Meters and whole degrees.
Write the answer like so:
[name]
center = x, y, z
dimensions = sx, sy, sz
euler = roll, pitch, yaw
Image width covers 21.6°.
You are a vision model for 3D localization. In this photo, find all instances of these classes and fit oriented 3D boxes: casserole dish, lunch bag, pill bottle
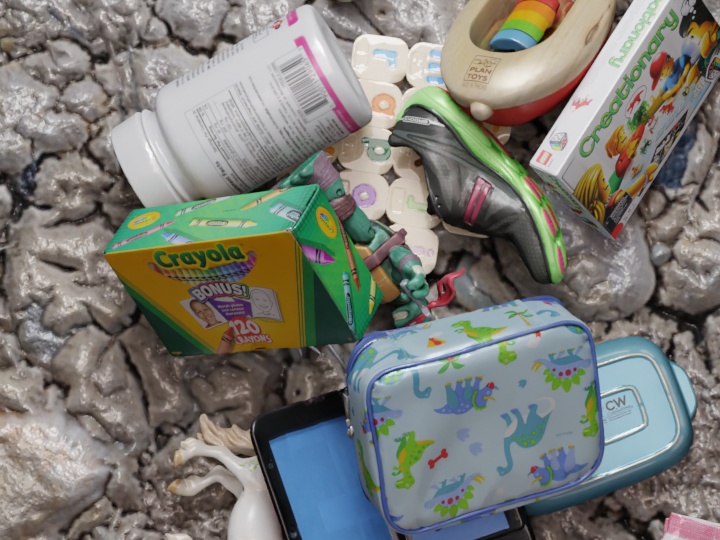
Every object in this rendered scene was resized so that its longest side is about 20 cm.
[casserole dish]
center = 0.191, 0.131, 1.592
dimensions = 0.199, 0.039, 0.122
euler = -20, 85, -2
[lunch bag]
center = 0.090, 0.116, 1.494
dimensions = 0.199, 0.082, 0.162
euler = -15, 112, -13
[pill bottle]
center = -0.100, -0.126, 1.575
dimensions = 0.199, 0.113, 0.114
euler = -28, 84, 8

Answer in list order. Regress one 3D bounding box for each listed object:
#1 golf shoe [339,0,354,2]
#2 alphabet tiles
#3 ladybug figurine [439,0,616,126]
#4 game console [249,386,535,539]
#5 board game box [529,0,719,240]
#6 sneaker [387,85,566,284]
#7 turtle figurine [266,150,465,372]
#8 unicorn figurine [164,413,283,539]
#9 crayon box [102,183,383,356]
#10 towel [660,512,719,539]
[golf shoe]
center = -0.027, -0.335, 1.636
dimensions = 0.097, 0.078, 0.201
euler = -29, 90, -20
[alphabet tiles]
center = 0.029, -0.100, 1.629
dimensions = 0.194, 0.015, 0.201
euler = 8, 84, 2
[ladybug figurine]
center = 0.143, -0.188, 1.582
dimensions = 0.135, 0.072, 0.200
euler = 14, 52, 34
[game console]
center = 0.031, 0.184, 1.542
dimensions = 0.172, 0.119, 0.201
euler = -21, 85, 16
[board game box]
center = 0.230, -0.139, 1.579
dimensions = 0.035, 0.126, 0.201
euler = 29, 84, 39
[sneaker]
center = 0.100, -0.063, 1.589
dimensions = 0.084, 0.077, 0.200
euler = -42, 81, 13
[turtle figurine]
center = 0.000, 0.000, 1.567
dimensions = 0.150, 0.101, 0.200
euler = -35, 97, 39
[unicorn figurine]
center = -0.096, 0.223, 1.564
dimensions = 0.136, 0.074, 0.201
euler = 10, 78, -9
[crayon box]
center = -0.095, 0.003, 1.515
dimensions = 0.199, 0.119, 0.058
euler = -6, 39, 36
[towel]
center = 0.303, 0.317, 1.576
dimensions = 0.145, 0.030, 0.201
euler = 15, 84, 3
